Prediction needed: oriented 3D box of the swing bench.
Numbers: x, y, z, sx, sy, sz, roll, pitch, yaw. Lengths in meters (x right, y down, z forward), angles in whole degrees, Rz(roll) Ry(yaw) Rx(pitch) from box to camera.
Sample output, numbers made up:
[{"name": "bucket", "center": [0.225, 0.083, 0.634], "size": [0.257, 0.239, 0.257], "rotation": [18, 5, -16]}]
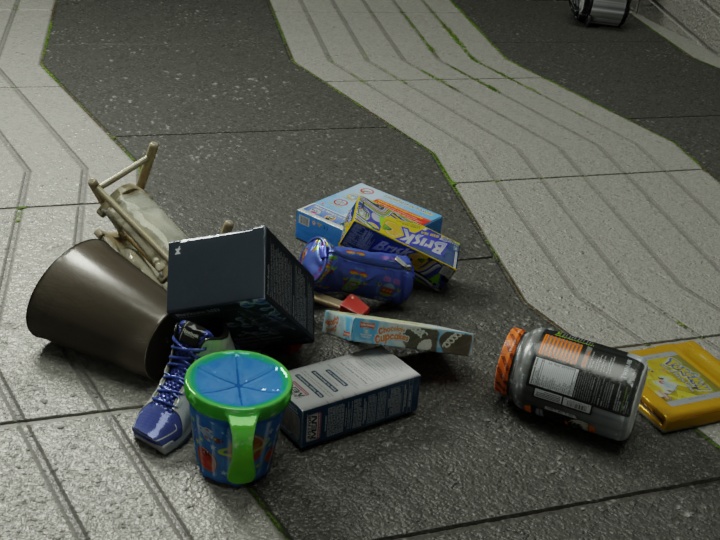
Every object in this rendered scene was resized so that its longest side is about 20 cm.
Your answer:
[{"name": "swing bench", "center": [-0.306, -0.045, 1.703], "size": [0.129, 0.201, 0.199], "rotation": [-36, 68, -30]}]

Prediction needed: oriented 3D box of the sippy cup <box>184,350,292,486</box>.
[{"name": "sippy cup", "center": [-0.156, 0.190, 1.394], "size": [0.138, 0.132, 0.178], "rotation": [18, 29, 20]}]

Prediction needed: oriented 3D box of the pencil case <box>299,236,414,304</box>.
[{"name": "pencil case", "center": [0.000, 0.000, 1.793], "size": [0.198, 0.087, 0.079], "rotation": [12, 53, -32]}]

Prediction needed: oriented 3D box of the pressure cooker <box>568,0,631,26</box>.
[{"name": "pressure cooker", "center": [0.787, -0.908, 3.688], "size": [0.197, 0.181, 0.177], "rotation": [5, 30, -4]}]

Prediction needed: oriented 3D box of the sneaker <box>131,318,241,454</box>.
[{"name": "sneaker", "center": [-0.233, 0.131, 1.466], "size": [0.080, 0.116, 0.200], "rotation": [19, 49, 25]}]

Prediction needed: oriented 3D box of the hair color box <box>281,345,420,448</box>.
[{"name": "hair color box", "center": [-0.024, 0.171, 1.537], "size": [0.198, 0.061, 0.100], "rotation": [-12, 29, -33]}]

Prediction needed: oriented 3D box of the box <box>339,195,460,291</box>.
[{"name": "box", "center": [0.068, -0.045, 1.886], "size": [0.198, 0.064, 0.071], "rotation": [26, 43, -12]}]

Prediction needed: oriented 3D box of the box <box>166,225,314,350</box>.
[{"name": "box", "center": [-0.164, 0.032, 1.570], "size": [0.146, 0.200, 0.109], "rotation": [-8, 67, 16]}]

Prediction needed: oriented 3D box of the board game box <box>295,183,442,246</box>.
[{"name": "board game box", "center": [0.016, -0.081, 2.042], "size": [0.198, 0.057, 0.195], "rotation": [25, 32, 31]}]

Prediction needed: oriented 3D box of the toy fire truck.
[{"name": "toy fire truck", "center": [-0.100, 0.061, 1.719], "size": [0.198, 0.049, 0.141], "rotation": [29, 44, 27]}]

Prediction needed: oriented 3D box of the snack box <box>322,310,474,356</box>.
[{"name": "snack box", "center": [0.055, 0.093, 1.646], "size": [0.197, 0.038, 0.116], "rotation": [9, -1, -23]}]

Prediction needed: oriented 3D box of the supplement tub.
[{"name": "supplement tub", "center": [0.297, 0.155, 1.575], "size": [0.197, 0.124, 0.122], "rotation": [17, 28, 19]}]

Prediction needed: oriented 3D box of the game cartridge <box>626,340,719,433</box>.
[{"name": "game cartridge", "center": [0.484, 0.171, 1.689], "size": [0.197, 0.033, 0.176], "rotation": [-8, 31, -25]}]

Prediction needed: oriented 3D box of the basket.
[{"name": "basket", "center": [-0.345, 0.064, 1.600], "size": [0.198, 0.137, 0.180], "rotation": [24, 50, 23]}]

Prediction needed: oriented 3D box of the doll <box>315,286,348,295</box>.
[{"name": "doll", "center": [-0.116, 0.022, 1.819], "size": [0.197, 0.049, 0.137], "rotation": [-6, 36, -24]}]
